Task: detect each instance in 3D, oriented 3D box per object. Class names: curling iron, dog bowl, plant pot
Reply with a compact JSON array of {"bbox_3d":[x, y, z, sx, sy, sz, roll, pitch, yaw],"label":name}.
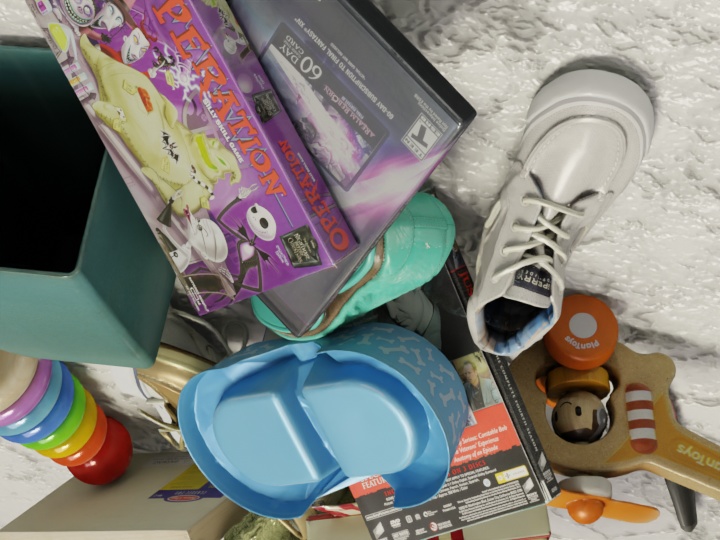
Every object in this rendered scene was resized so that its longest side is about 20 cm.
[{"bbox_3d":[0.209,0.133,1.523,0.049,0.026,0.200,-31,146,2],"label":"curling iron"},{"bbox_3d":[-0.020,0.088,1.332,0.199,0.050,0.112,-11,114,39],"label":"dog bowl"},{"bbox_3d":[-0.186,-0.023,1.321,0.141,0.142,0.200,5,156,16],"label":"plant pot"}]

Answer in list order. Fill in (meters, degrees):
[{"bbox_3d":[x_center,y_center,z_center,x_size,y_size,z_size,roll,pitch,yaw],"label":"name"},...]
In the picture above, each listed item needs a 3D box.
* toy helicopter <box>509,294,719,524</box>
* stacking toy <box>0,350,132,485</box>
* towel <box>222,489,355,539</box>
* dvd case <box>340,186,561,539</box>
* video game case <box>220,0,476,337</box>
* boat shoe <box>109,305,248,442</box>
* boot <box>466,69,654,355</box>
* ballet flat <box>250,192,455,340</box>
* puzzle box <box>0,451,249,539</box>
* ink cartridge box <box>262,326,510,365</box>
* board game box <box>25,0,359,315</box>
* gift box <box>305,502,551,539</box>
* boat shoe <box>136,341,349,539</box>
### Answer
[{"bbox_3d":[0.176,0.114,1.369,0.199,0.133,0.079,25,152,9],"label":"toy helicopter"},{"bbox_3d":[-0.231,0.107,1.629,0.085,0.086,0.200,-2,151,26],"label":"stacking toy"},{"bbox_3d":[-0.015,0.190,1.600,0.148,0.200,0.037,42,-175,-39],"label":"towel"},{"bbox_3d":[0.027,0.064,1.347,0.146,0.022,0.201,-23,92,40],"label":"dvd case"},{"bbox_3d":[-0.036,-0.071,1.168,0.143,0.019,0.200,46,135,8],"label":"video game case"},{"bbox_3d":[-0.106,0.074,1.516,0.086,0.075,0.202,4,152,19],"label":"boat shoe"},{"bbox_3d":[0.109,-0.024,1.225,0.073,0.096,0.200,15,151,-2],"label":"boot"},{"bbox_3d":[0.000,0.000,1.279,0.070,0.068,0.200,-1,168,-24],"label":"ballet flat"},{"bbox_3d":[-0.161,0.177,1.660,0.199,0.133,0.026,-5,109,38],"label":"puzzle box"},{"bbox_3d":[0.037,0.087,1.481,0.116,0.068,0.200,-12,141,39],"label":"ink cartridge box"},{"bbox_3d":[-0.092,-0.080,1.178,0.120,0.032,0.201,-22,100,42],"label":"board game box"},{"bbox_3d":[0.036,0.241,1.482,0.199,0.188,0.185,-4,158,-7],"label":"gift box"},{"bbox_3d":[-0.080,0.111,1.452,0.200,0.063,0.073,39,167,-34],"label":"boat shoe"}]
